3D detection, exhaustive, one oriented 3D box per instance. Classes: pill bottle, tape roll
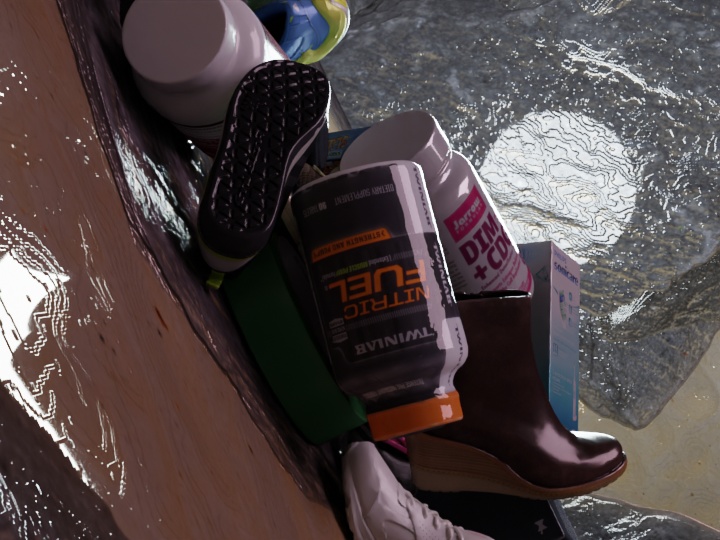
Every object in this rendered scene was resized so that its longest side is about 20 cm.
[{"bbox_3d":[0.068,-0.037,1.230,0.200,0.113,0.113,57,9,-31],"label":"pill bottle"},{"bbox_3d":[-0.056,0.043,1.124,0.201,0.048,0.200,63,6,-13],"label":"tape roll"},{"bbox_3d":[-0.120,-0.162,1.122,0.113,0.113,0.200,66,6,16],"label":"pill bottle"},{"bbox_3d":[0.020,0.026,1.036,0.106,0.106,0.201,27,48,-80],"label":"pill bottle"}]

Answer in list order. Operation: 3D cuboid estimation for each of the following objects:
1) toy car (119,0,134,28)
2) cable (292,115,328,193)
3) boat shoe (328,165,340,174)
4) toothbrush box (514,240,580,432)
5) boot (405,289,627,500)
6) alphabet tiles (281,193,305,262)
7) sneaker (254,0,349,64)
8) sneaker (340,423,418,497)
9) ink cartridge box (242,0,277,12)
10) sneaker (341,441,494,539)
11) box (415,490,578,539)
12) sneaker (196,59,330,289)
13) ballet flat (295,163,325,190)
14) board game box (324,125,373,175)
[{"bbox_3d":[-0.168,-0.292,1.097,0.158,0.164,0.200,-107,179,-55],"label":"toy car"},{"bbox_3d":[-0.099,-0.139,1.317,0.163,0.051,0.200,35,-26,20],"label":"cable"},{"bbox_3d":[0.000,0.000,1.316,0.068,0.074,0.201,144,-68,-69],"label":"boat shoe"},{"bbox_3d":[0.136,0.081,1.355,0.085,0.146,0.201,31,59,-56],"label":"toothbrush box"},{"bbox_3d":[0.135,0.100,1.125,0.072,0.199,0.167,-129,-138,-69],"label":"boot"},{"bbox_3d":[-0.037,-0.007,1.183,0.196,0.015,0.200,63,1,12],"label":"alphabet tiles"},{"bbox_3d":[-0.102,-0.211,1.356,0.105,0.200,0.076,-13,64,-51],"label":"sneaker"},{"bbox_3d":[0.042,0.121,1.185,0.074,0.087,0.200,30,47,-14],"label":"sneaker"},{"bbox_3d":[-0.153,-0.299,1.250,0.088,0.145,0.200,65,6,15],"label":"ink cartridge box"},{"bbox_3d":[0.054,0.218,1.089,0.200,0.099,0.078,64,6,-3],"label":"sneaker"},{"bbox_3d":[0.115,0.243,1.277,0.107,0.148,0.200,66,6,21],"label":"box"},{"bbox_3d":[-0.083,-0.075,1.036,0.083,0.072,0.200,115,-2,-55],"label":"sneaker"},{"bbox_3d":[-0.013,-0.027,1.208,0.200,0.046,0.067,63,0,41],"label":"ballet flat"},{"bbox_3d":[-0.005,-0.096,1.408,0.135,0.035,0.200,29,-17,-32],"label":"board game box"}]
